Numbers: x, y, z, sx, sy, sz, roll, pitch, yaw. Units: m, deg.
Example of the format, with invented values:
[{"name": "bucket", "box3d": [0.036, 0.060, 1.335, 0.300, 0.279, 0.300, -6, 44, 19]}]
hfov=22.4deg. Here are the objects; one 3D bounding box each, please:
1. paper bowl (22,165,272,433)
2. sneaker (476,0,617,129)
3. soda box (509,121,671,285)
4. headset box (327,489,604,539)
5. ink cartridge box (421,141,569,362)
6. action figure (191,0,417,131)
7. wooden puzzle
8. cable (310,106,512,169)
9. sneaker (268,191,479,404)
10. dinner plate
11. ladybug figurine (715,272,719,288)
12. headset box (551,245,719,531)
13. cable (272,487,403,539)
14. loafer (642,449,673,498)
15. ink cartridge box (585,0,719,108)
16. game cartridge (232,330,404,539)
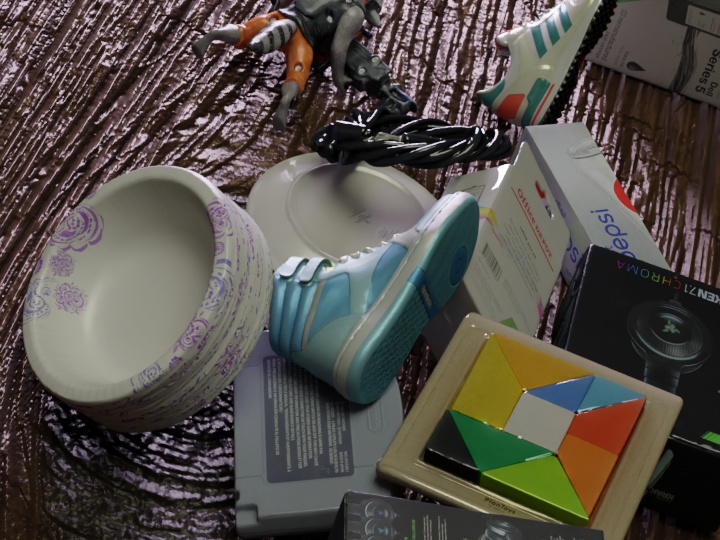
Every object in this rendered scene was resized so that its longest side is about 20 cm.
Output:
[{"name": "paper bowl", "box3d": [-0.156, 0.029, 1.409, 0.104, 0.200, 0.202, 40, 20, -50]}, {"name": "sneaker", "box3d": [0.185, -0.235, 1.799, 0.093, 0.070, 0.201, 25, 85, 15]}, {"name": "soda box", "box3d": [0.209, -0.047, 1.680, 0.068, 0.064, 0.201, -5, 49, -24]}, {"name": "headset box", "box3d": [0.051, 0.250, 1.252, 0.198, 0.175, 0.093, 11, 44, -10]}, {"name": "ink cartridge box", "box3d": [0.111, -0.008, 1.565, 0.067, 0.118, 0.201, -11, 32, 32]}, {"name": "action figure", "box3d": [-0.034, -0.218, 1.740, 0.199, 0.105, 0.193, 34, 55, 19]}, {"name": "wooden puzzle", "box3d": [0.131, 0.119, 1.359, 0.184, 0.037, 0.200, 22, 44, 13]}, {"name": "cable", "box3d": [0.058, -0.122, 1.651, 0.162, 0.051, 0.200, 4, 7, 30]}, {"name": "sneaker", "box3d": [0.000, 0.000, 1.428, 0.130, 0.080, 0.200, 21, 59, 28]}, {"name": "dinner plate", "box3d": [-0.004, -0.043, 1.633, 0.198, 0.024, 0.201, 10, 45, -10]}, {"name": "ladybug figurine", "box3d": [0.401, 0.044, 1.598, 0.199, 0.137, 0.072, 23, 12, 25]}, {"name": "headset box", "box3d": [0.241, 0.101, 1.514, 0.173, 0.093, 0.201, 20, 44, 2]}, {"name": "cable", "box3d": [-0.043, 0.184, 1.373, 0.097, 0.051, 0.200, 31, 43, 15]}, {"name": "loafer", "box3d": [0.156, 0.192, 1.378, 0.063, 0.072, 0.200, 42, 73, 11]}, {"name": "ink cartridge box", "box3d": [0.341, -0.267, 1.883, 0.198, 0.146, 0.084, 20, 43, 1]}, {"name": "game cartridge", "box3d": [-0.032, 0.121, 1.397, 0.132, 0.041, 0.201, -8, 41, 3]}]
